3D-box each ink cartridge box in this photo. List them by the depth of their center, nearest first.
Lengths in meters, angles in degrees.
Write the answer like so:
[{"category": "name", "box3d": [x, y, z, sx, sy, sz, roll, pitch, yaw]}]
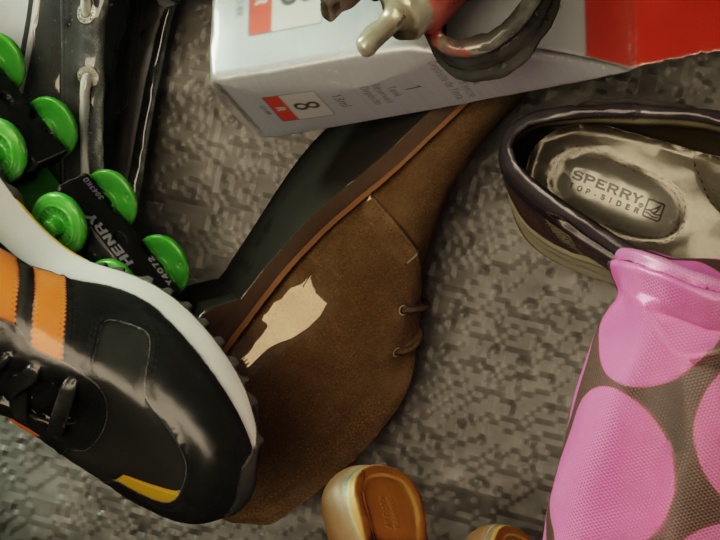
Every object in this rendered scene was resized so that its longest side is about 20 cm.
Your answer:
[{"category": "ink cartridge box", "box3d": [0.050, -0.136, 0.956, 0.200, 0.050, 0.162, -11, 61, 22]}]

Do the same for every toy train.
[{"category": "toy train", "box3d": [-0.133, -0.049, 0.995, 0.200, 0.042, 0.056, 51, 126, 6]}]

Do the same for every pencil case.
[{"category": "pencil case", "box3d": [0.085, 0.093, 0.861, 0.091, 0.094, 0.200, 19, 98, 18]}]

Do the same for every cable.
[{"category": "cable", "box3d": [0.054, -0.135, 0.913, 0.200, 0.050, 0.097, -44, 64, -14]}]

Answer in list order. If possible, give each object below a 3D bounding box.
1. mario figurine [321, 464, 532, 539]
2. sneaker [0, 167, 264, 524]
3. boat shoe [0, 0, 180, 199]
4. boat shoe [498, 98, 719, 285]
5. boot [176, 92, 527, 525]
[{"category": "mario figurine", "box3d": [-0.032, 0.126, 0.970, 0.123, 0.106, 0.200, 51, 125, 2]}, {"category": "sneaker", "box3d": [-0.124, 0.023, 0.931, 0.200, 0.090, 0.070, 40, 133, 22]}, {"category": "boat shoe", "box3d": [-0.084, -0.111, 1.018, 0.068, 0.074, 0.199, 16, 92, 25]}, {"category": "boat shoe", "box3d": [0.136, -0.012, 0.935, 0.200, 0.065, 0.072, 17, 89, 19]}, {"category": "boot", "box3d": [0.000, 0.000, 0.998, 0.075, 0.074, 0.200, 40, 96, -12]}]
